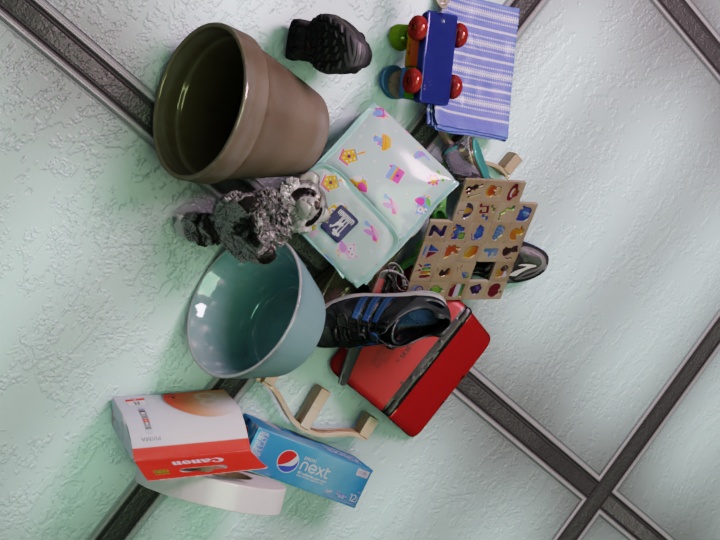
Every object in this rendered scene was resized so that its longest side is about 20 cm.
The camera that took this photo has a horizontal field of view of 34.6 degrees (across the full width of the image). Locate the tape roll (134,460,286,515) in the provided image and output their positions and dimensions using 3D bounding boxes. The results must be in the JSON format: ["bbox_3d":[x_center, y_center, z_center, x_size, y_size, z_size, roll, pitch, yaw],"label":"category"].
[{"bbox_3d":[-0.199,0.283,1.542,0.203,0.203,0.037,16,85,-26],"label":"tape roll"}]

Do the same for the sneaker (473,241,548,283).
[{"bbox_3d":[0.196,-0.016,1.721,0.199,0.083,0.071,10,98,-26],"label":"sneaker"}]

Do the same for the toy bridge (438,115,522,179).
[{"bbox_3d":[0.157,-0.200,1.694,0.067,0.027,0.200,-49,116,-7],"label":"toy bridge"}]

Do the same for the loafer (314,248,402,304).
[{"bbox_3d":[0.000,0.000,1.645,0.200,0.067,0.076,-49,116,-7],"label":"loafer"}]

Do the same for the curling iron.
[{"bbox_3d":[0.013,0.080,1.633,0.050,0.026,0.200,19,108,-20],"label":"curling iron"}]

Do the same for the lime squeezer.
[{"bbox_3d":[0.099,-0.058,1.675,0.038,0.071,0.200,27,89,-26],"label":"lime squeezer"}]

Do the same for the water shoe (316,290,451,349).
[{"bbox_3d":[0.024,0.071,1.573,0.200,0.079,0.072,-13,111,-2],"label":"water shoe"}]

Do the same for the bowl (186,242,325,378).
[{"bbox_3d":[-0.126,0.064,1.551,0.105,0.201,0.201,33,87,-46],"label":"bowl"}]

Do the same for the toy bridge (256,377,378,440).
[{"bbox_3d":[-0.070,0.199,1.671,0.200,0.027,0.067,32,87,-25],"label":"toy bridge"}]

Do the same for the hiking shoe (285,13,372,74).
[{"bbox_3d":[-0.021,-0.292,1.496,0.101,0.200,0.076,2,106,-26],"label":"hiking shoe"}]

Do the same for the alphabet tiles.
[{"bbox_3d":[0.159,-0.041,1.629,0.167,0.008,0.200,0,124,-28],"label":"alphabet tiles"}]

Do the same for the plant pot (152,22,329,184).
[{"bbox_3d":[-0.141,-0.198,1.486,0.173,0.200,0.200,11,97,-43],"label":"plant pot"}]

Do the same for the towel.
[{"bbox_3d":[0.165,-0.291,1.657,0.145,0.024,0.200,6,89,-32],"label":"towel"}]

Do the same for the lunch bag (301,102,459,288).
[{"bbox_3d":[0.004,-0.099,1.577,0.170,0.122,0.200,45,78,-5],"label":"lunch bag"}]

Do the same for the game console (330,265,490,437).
[{"bbox_3d":[0.077,0.123,1.735,0.172,0.119,0.200,38,83,5],"label":"game console"}]

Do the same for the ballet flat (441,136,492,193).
[{"bbox_3d":[0.170,-0.118,1.696,0.072,0.072,0.200,-45,134,-9],"label":"ballet flat"}]

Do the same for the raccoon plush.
[{"bbox_3d":[-0.137,-0.087,1.516,0.134,0.200,0.097,-34,132,-40],"label":"raccoon plush"}]

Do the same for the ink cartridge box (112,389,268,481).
[{"bbox_3d":[-0.227,0.211,1.515,0.162,0.200,0.050,-2,102,-24],"label":"ink cartridge box"}]

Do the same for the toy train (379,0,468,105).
[{"bbox_3d":[0.083,-0.329,1.589,0.085,0.116,0.200,2,96,-33],"label":"toy train"}]

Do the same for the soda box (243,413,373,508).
[{"bbox_3d":[-0.087,0.274,1.666,0.200,0.068,0.064,26,90,-27],"label":"soda box"}]
